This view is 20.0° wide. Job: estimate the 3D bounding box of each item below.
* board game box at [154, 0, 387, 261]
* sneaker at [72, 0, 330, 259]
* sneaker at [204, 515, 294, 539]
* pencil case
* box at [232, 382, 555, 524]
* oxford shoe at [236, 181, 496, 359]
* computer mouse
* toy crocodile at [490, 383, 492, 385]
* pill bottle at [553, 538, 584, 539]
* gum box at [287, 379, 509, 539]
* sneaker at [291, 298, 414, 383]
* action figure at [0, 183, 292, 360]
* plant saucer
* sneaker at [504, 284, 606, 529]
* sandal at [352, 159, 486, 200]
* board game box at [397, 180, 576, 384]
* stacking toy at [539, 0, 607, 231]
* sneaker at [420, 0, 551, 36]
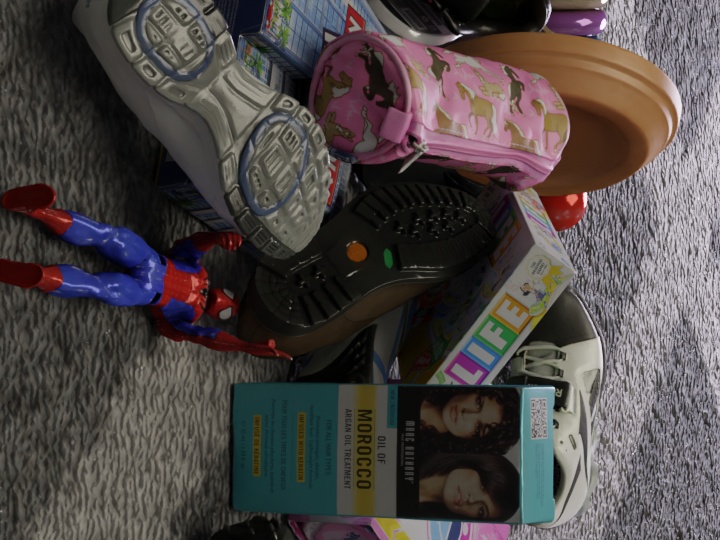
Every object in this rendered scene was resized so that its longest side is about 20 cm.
[{"bbox_3d":[-0.037,-0.109,1.294,0.200,0.061,0.201,35,59,-55],"label":"board game box"},{"bbox_3d":[-0.087,-0.091,1.149,0.074,0.087,0.200,-44,120,-20],"label":"sneaker"},{"bbox_3d":[-0.091,0.234,1.186,0.200,0.066,0.091,-58,140,-40],"label":"sneaker"},{"bbox_3d":[0.054,-0.098,1.288,0.200,0.082,0.087,4,81,-54],"label":"pencil case"},{"bbox_3d":[0.018,0.110,1.244,0.049,0.199,0.083,6,83,-61],"label":"box"},{"bbox_3d":[0.000,0.000,1.288,0.199,0.084,0.073,-21,69,-34],"label":"oxford shoe"},{"bbox_3d":[0.057,-0.181,1.468,0.200,0.044,0.110,-12,59,-52],"label":"computer mouse"},{"bbox_3d":[0.085,0.110,1.482,0.062,0.067,0.200,-47,162,-9],"label":"toy crocodile"},{"bbox_3d":[0.141,0.307,1.554,0.200,0.112,0.113,-52,133,-49],"label":"pill bottle"},{"bbox_3d":[0.033,0.178,1.405,0.200,0.066,0.114,57,41,-43],"label":"gum box"},{"bbox_3d":[0.001,0.053,1.347,0.072,0.072,0.201,37,58,-47],"label":"sneaker"},{"bbox_3d":[-0.105,0.004,1.134,0.200,0.099,0.066,24,73,-62],"label":"action figure"},{"bbox_3d":[0.127,-0.103,1.448,0.200,0.199,0.038,41,48,-54],"label":"plant saucer"},{"bbox_3d":[0.149,0.108,1.613,0.088,0.074,0.201,-17,104,-62],"label":"sneaker"},{"bbox_3d":[0.062,-0.038,1.460,0.075,0.048,0.200,-48,139,5],"label":"sandal"},{"bbox_3d":[0.076,0.016,1.354,0.034,0.135,0.200,35,12,-11],"label":"board game box"},{"bbox_3d":[0.156,-0.131,1.639,0.085,0.085,0.201,-16,108,-60],"label":"stacking toy"},{"bbox_3d":[0.054,-0.209,1.377,0.199,0.088,0.074,22,110,-33],"label":"sneaker"}]
